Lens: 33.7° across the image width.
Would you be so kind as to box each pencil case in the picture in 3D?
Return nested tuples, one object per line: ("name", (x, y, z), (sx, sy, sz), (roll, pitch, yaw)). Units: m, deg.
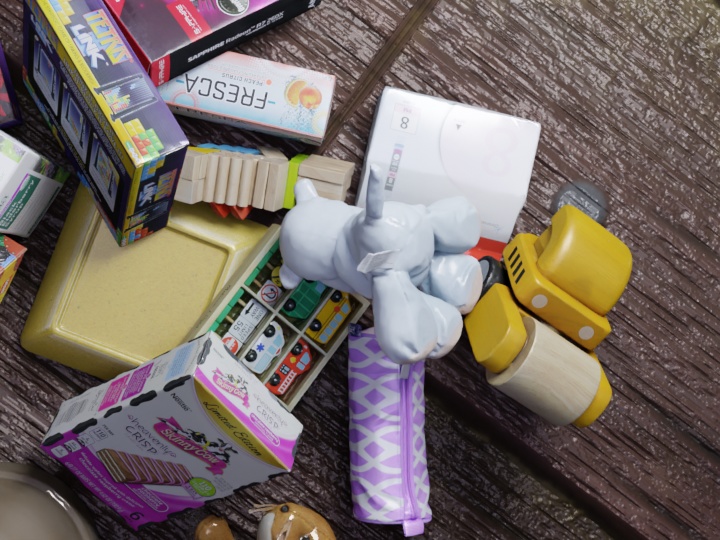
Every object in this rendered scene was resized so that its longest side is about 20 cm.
("pencil case", (0.032, 0.148, 1.156), (0.084, 0.085, 0.201), (-4, 94, -36))

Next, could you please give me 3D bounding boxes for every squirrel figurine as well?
("squirrel figurine", (-0.096, 0.320, 1.141), (0.186, 0.141, 0.201), (-29, 107, -14))

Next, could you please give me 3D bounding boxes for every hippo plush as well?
("hippo plush", (0.000, 0.000, 1.072), (0.160, 0.200, 0.160), (3, 86, 36))

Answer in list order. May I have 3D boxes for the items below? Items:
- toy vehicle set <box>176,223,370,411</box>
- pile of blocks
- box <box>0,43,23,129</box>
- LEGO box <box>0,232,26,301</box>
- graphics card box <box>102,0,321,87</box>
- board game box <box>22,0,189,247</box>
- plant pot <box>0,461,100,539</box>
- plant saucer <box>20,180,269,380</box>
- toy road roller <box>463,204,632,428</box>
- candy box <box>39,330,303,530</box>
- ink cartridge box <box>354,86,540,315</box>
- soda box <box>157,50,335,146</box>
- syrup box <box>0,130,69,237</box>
("toy vehicle set", (-0.096, 0.071, 1.146), (0.124, 0.026, 0.200), (40, 81, -22))
("pile of blocks", (-0.104, -0.082, 1.149), (0.199, 0.082, 0.062), (6, 107, -15))
("box", (-0.420, -0.220, 1.142), (0.136, 0.039, 0.201), (-16, 92, -3))
("LEGO box", (-0.420, 0.032, 1.087), (0.149, 0.077, 0.200), (32, 114, -4))
("graphics card box", (-0.147, -0.266, 1.114), (0.200, 0.051, 0.126), (-30, 74, -22))
("board game box", (-0.234, -0.145, 1.069), (0.057, 0.165, 0.200), (-27, 77, -26))
("plant pot", (-0.346, 0.287, 1.086), (0.199, 0.174, 0.201), (0, 89, -5))
("plant saucer", (-0.209, 0.018, 1.156), (0.199, 0.048, 0.201), (21, 90, -4))
("toy road roller", (0.182, 0.031, 1.100), (0.123, 0.200, 0.146), (32, 113, -18))
("candy box", (-0.172, 0.151, 1.084), (0.200, 0.061, 0.136), (-26, 119, 29))
("ink cartridge box", (0.077, -0.066, 1.177), (0.162, 0.057, 0.201), (13, 85, -4))
("soda box", (-0.127, -0.175, 1.149), (0.199, 0.068, 0.064), (13, 88, -3))
("syrup box", (-0.332, -0.085, 1.069), (0.081, 0.200, 0.079), (32, 87, -4))
